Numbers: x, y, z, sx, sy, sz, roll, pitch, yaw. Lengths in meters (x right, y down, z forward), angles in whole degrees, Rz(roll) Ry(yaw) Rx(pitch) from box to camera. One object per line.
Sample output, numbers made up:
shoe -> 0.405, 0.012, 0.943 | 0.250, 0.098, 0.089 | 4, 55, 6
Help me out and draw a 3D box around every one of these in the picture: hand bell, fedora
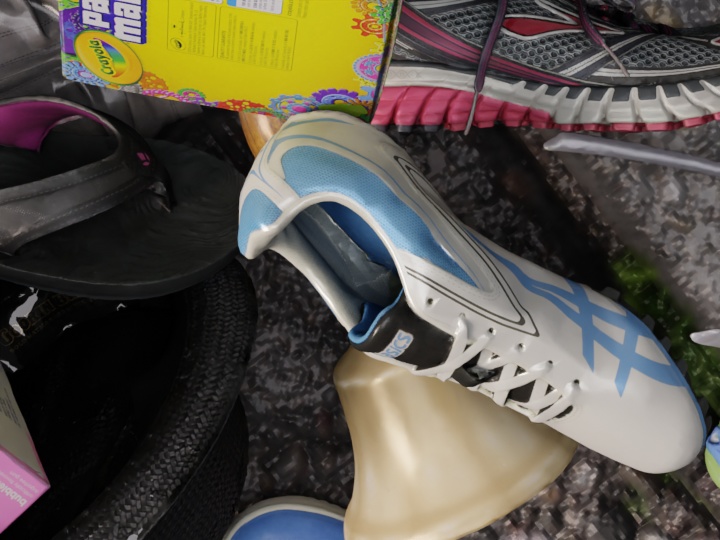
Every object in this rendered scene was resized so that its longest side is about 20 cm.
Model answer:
hand bell -> 0.000, 0.000, 0.969 | 0.104, 0.104, 0.200 | -24, 104, 4
fedora -> -0.107, 0.081, 0.980 | 0.200, 0.201, 0.092 | -34, 129, 6

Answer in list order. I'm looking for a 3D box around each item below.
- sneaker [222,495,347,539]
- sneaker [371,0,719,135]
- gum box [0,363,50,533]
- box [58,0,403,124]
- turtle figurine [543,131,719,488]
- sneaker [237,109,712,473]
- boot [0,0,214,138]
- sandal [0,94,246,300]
sneaker -> 0.019, 0.179, 1.006 | 0.077, 0.111, 0.200 | -40, 97, 6
sneaker -> 0.077, -0.092, 0.976 | 0.199, 0.081, 0.075 | 1, 98, 0
gum box -> -0.198, 0.055, 0.938 | 0.113, 0.200, 0.066 | -43, 125, 6
box -> -0.031, -0.184, 0.865 | 0.122, 0.200, 0.193 | 10, 67, -1
turtle figurine -> 0.207, 0.002, 0.960 | 0.194, 0.144, 0.200 | -29, 103, 0
sneaker -> 0.040, 0.021, 0.908 | 0.200, 0.072, 0.073 | 35, 56, -9
boot -> -0.160, -0.112, 0.986 | 0.132, 0.070, 0.200 | -40, 108, 3
sandal -> -0.135, -0.036, 0.931 | 0.200, 0.075, 0.048 | 9, 144, -10
